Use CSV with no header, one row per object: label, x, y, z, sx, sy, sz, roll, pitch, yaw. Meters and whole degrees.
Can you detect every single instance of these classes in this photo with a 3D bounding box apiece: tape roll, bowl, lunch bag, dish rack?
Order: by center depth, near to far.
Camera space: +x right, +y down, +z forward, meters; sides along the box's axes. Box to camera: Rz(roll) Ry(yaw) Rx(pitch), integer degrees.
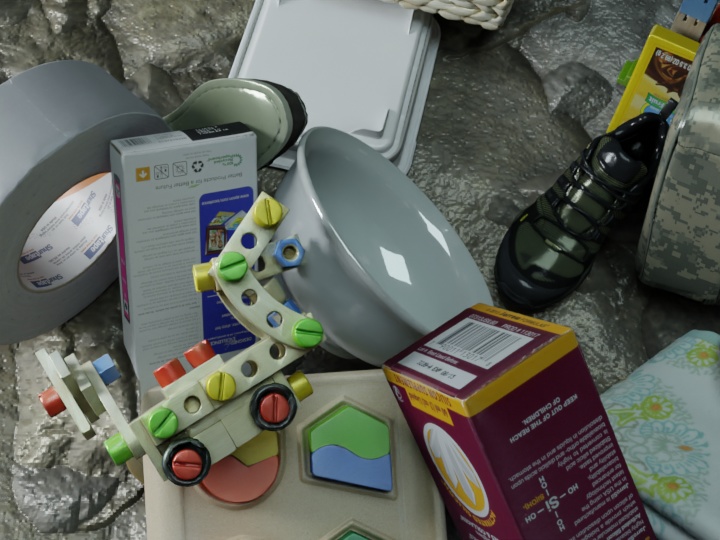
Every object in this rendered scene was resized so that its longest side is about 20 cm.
tape roll,-0.220,-0.045,0.824,0.066,0.201,0.200,39,66,16
bowl,0.000,0.000,0.851,0.090,0.201,0.202,-40,64,22
lunch bag,0.308,-0.062,0.869,0.167,0.200,0.140,18,51,15
dish rack,-0.025,-0.174,0.999,0.171,0.044,0.201,12,60,3

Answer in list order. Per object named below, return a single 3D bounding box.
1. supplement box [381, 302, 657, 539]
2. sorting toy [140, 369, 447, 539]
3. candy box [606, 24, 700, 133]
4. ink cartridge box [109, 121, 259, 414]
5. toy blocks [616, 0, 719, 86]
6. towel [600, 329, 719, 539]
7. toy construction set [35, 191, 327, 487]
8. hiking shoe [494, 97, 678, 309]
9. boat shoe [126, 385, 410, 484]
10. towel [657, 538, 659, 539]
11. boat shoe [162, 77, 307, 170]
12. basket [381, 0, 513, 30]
supplement box,0.106,0.132,0.742,0.085,0.110,0.201,-30,108,-18
sorting toy,-0.043,0.163,0.777,0.199,0.036,0.186,-4,85,-4
candy box,0.310,-0.113,0.953,0.199,0.102,0.026,27,45,11
ink cartridge box,-0.119,0.000,0.821,0.094,0.201,0.037,-12,27,-25
toy blocks,0.328,-0.175,0.965,0.199,0.137,0.100,27,58,10
towel,0.255,0.128,0.800,0.171,0.048,0.200,-26,43,-34
toy construction set,-0.105,0.054,0.733,0.199,0.092,0.131,-31,93,1
hiking shoe,0.174,-0.058,0.914,0.076,0.101,0.200,35,64,16
boat shoe,-0.065,0.117,0.833,0.200,0.063,0.074,-10,86,-2
towel,0.268,0.246,0.733,0.199,0.024,0.145,16,58,20
boat shoe,-0.099,-0.102,0.876,0.060,0.201,0.072,-17,94,-40
basket,0.067,-0.334,1.002,0.197,0.161,0.200,15,45,5
